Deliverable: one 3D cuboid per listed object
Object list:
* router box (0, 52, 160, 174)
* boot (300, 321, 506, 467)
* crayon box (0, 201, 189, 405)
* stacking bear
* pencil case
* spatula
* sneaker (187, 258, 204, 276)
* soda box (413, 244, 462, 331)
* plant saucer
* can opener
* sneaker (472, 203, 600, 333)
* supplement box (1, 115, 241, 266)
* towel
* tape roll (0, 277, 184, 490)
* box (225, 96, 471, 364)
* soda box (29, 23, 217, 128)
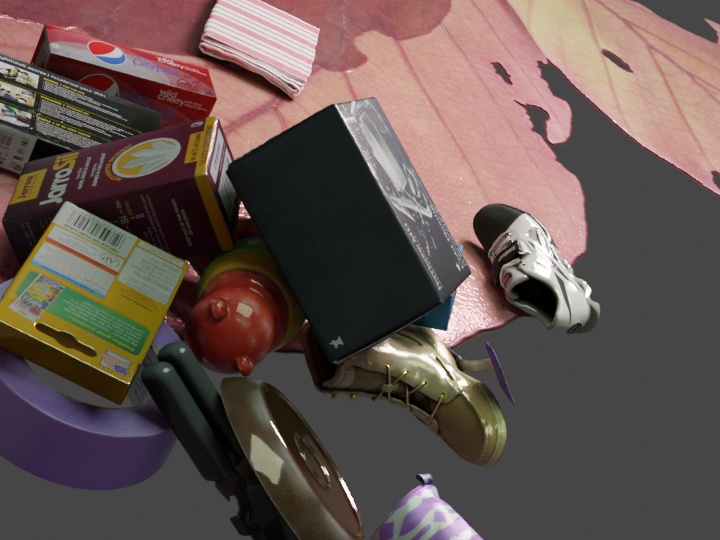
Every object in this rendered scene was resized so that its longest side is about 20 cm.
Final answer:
[{"bbox_3d":[-0.306,-0.143,1.713,0.198,0.051,0.150,20,30,-17],"label":"router box"},{"bbox_3d":[0.040,0.116,1.605,0.154,0.073,0.200,8,31,-38],"label":"boot"},{"bbox_3d":[-0.231,0.032,1.390,0.125,0.052,0.200,27,29,-6],"label":"crayon box"},{"bbox_3d":[-0.105,0.033,1.500,0.200,0.113,0.123,-68,142,-71],"label":"stacking bear"},{"bbox_3d":[0.095,0.274,1.424,0.200,0.084,0.085,46,10,22],"label":"pencil case"},{"bbox_3d":[0.111,0.093,1.665,0.020,0.057,0.200,-25,13,-17],"label":"spatula"},{"bbox_3d":[-0.176,-0.059,1.630,0.199,0.082,0.070,38,70,-5],"label":"sneaker"},{"bbox_3d":[0.000,0.000,1.680,0.198,0.064,0.068,11,53,7],"label":"soda box"},{"bbox_3d":[-0.050,0.168,1.389,0.201,0.032,0.200,55,6,-8],"label":"plant saucer"},{"bbox_3d":[-0.108,0.147,1.374,0.201,0.066,0.053,58,42,-19],"label":"can opener"},{"bbox_3d":[0.189,-0.005,1.923,0.088,0.074,0.200,-6,45,-49],"label":"sneaker"},{"bbox_3d":[-0.217,-0.061,1.530,0.198,0.086,0.111,-13,32,10],"label":"supplement box"},{"bbox_3d":[-0.129,-0.297,2.129,0.145,0.030,0.201,25,28,-9],"label":"towel"},{"bbox_3d":[-0.240,0.092,1.409,0.198,0.066,0.201,22,32,-14],"label":"tape roll"},{"bbox_3d":[-0.006,-0.042,1.515,0.201,0.123,0.197,61,15,-2],"label":"box"},{"bbox_3d":[-0.263,-0.205,1.825,0.198,0.070,0.064,13,33,-27],"label":"soda box"}]
